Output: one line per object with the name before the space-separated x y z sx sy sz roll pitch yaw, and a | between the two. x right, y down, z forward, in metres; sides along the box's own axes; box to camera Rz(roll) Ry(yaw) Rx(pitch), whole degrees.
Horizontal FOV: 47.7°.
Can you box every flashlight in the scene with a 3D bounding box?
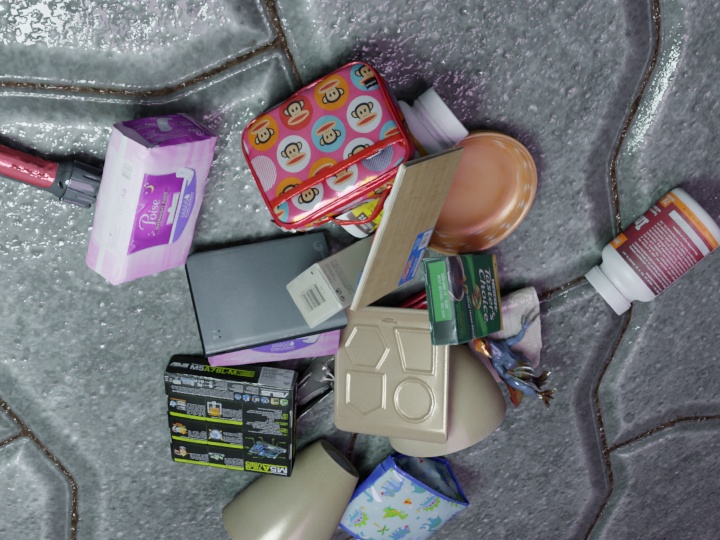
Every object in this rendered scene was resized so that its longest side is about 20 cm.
flashlight | -0.404 -0.129 0.952 0.199 0.068 0.068 18 116 -27

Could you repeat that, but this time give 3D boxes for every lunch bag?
lunch bag | -0.032 -0.136 0.993 0.199 0.177 0.082 -27 170 13
lunch bag | 0.064 0.410 1.469 0.199 0.128 0.170 26 114 -43

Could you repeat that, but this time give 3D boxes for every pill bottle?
pill bottle | 0.461 -0.026 1.293 0.200 0.113 0.113 -42 127 13
pill bottle | 0.041 -0.143 1.065 0.200 0.110 0.109 -40 128 12

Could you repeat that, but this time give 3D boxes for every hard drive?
hard drive | -0.128 0.030 1.113 0.198 0.141 0.033 -11 162 -19

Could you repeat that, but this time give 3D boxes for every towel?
towel | 0.237 0.119 1.364 0.131 0.035 0.201 -20 134 -5

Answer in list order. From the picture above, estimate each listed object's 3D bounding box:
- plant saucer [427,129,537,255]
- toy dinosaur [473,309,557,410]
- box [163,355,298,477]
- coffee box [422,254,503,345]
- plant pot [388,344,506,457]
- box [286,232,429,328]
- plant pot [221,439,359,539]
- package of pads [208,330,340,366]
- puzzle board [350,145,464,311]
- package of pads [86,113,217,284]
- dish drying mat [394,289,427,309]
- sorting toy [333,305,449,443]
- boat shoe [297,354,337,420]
plant saucer | 0.156 -0.114 1.173 0.198 0.038 0.202 -9 127 -12
toy dinosaur | 0.234 0.162 1.324 0.180 0.106 0.200 27 132 -13
box | -0.197 0.228 1.257 0.198 0.048 0.195 6 127 3
coffee box | 0.152 0.038 1.175 0.044 0.124 0.200 -7 177 28
plant pot | 0.119 0.181 1.297 0.199 0.200 0.136 -20 106 -3
box | 0.000 0.000 1.105 0.199 0.069 0.082 -29 176 -43
plant pot | -0.100 0.394 1.384 0.200 0.187 0.187 -48 127 1
package of pads | -0.127 0.068 1.185 0.198 0.076 0.121 -4 126 -17
puzzle board | 0.057 -0.055 1.014 0.150 0.017 0.201 -26 142 -53
package of pads | -0.256 -0.086 0.993 0.120 0.075 0.201 -24 142 -51
dish drying mat | 0.069 0.086 1.302 0.199 0.018 0.077 -30 130 3
sorting toy | 0.047 0.152 1.222 0.183 0.036 0.202 2 98 24
boat shoe | -0.074 0.190 1.294 0.200 0.057 0.067 -40 127 18
